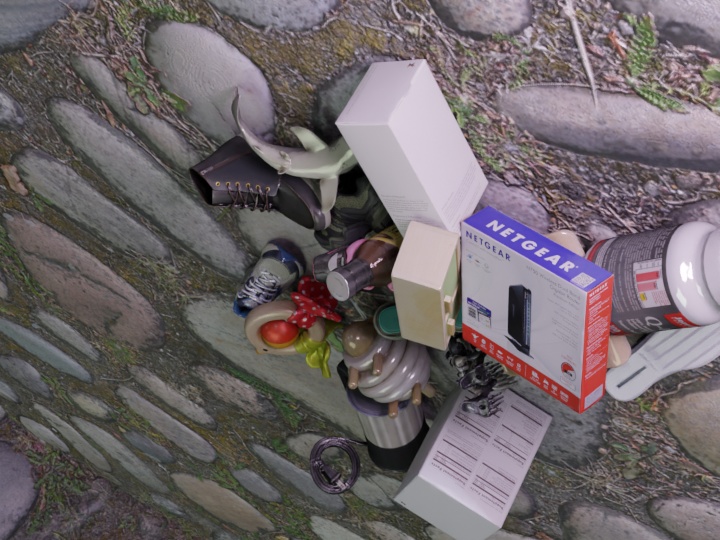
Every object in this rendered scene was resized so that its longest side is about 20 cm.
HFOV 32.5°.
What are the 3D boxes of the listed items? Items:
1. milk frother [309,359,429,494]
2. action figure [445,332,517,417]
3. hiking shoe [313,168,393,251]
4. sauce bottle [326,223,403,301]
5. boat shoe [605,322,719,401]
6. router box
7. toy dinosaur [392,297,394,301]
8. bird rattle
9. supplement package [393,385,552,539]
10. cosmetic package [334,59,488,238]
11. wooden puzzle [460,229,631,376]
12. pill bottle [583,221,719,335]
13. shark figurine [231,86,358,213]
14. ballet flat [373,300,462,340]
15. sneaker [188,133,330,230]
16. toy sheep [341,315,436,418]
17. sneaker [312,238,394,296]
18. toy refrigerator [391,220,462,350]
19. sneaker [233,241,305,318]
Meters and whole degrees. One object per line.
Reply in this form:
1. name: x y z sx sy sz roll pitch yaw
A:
1. milk frother: 0.004 0.263 2.048 0.179 0.201 0.189 20 150 28
2. action figure: 0.173 0.127 1.753 0.100 0.201 0.120 -12 113 3
3. hiking shoe: -0.013 -0.093 1.659 0.101 0.076 0.199 55 146 -7
4. sauce bottle: 0.038 -0.020 1.567 0.064 0.199 0.066 23 128 34
5. boat shoe: 0.384 0.090 1.538 0.072 0.071 0.199 49 129 -6
6. router box: 0.204 0.045 1.461 0.199 0.049 0.182 33 140 40
7. toy dinosaur: 0.075 0.042 1.795 0.087 0.048 0.201 9 141 47
8. bird rattle: -0.102 0.091 1.930 0.160 0.114 0.201 -6 153 3
9. supplement package: 0.174 0.294 1.923 0.149 0.201 0.152 31 153 1
10. cosmetic package: 0.065 -0.138 1.454 0.084 0.108 0.201 4 140 39
11. wooden puzzle: 0.228 0.040 1.540 0.199 0.046 0.187 -14 110 49
12. pill bottle: 0.352 0.008 1.386 0.116 0.117 0.199 44 150 -23
13. shark figurine: -0.079 -0.160 1.604 0.211 0.090 0.130 16 115 13
14. ballet flat: 0.116 0.057 1.725 0.197 0.069 0.064 -8 175 8
15. sneaker: -0.136 -0.098 1.661 0.199 0.106 0.075 37 145 27
16. toy sheep: 0.045 0.144 1.893 0.137 0.139 0.200 -5 141 48
17. sneaker: 0.000 0.000 1.674 0.094 0.080 0.199 -11 168 24
18. toy refrigerator: 0.087 0.023 1.519 0.069 0.077 0.201 16 158 12
19. sneaker: -0.151 0.027 1.950 0.077 0.086 0.200 34 151 -5
